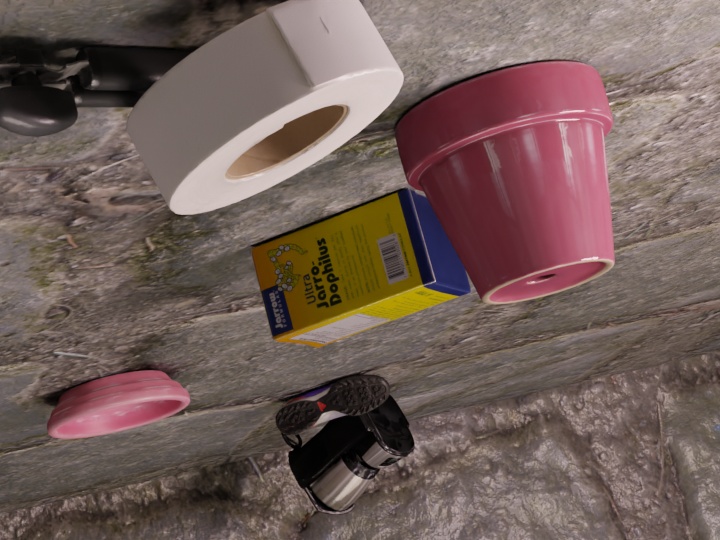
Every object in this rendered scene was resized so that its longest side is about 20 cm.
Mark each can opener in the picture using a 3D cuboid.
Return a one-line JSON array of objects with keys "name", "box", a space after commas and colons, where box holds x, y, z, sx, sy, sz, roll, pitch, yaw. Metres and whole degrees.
[{"name": "can opener", "box": [-0.192, -0.129, 1.278, 0.200, 0.067, 0.053, -9, 166, -42]}]

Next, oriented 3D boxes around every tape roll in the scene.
[{"name": "tape roll", "box": [-0.070, -0.122, 1.307, 0.202, 0.071, 0.202, -29, 171, -5]}]

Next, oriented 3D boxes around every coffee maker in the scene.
[{"name": "coffee maker", "box": [-0.028, 0.298, 3.086, 0.200, 0.192, 0.135, -47, 175, 28]}]

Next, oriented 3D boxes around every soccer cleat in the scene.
[{"name": "soccer cleat", "box": [-0.044, 0.213, 2.915, 0.200, 0.068, 0.073, -22, -170, 13]}]

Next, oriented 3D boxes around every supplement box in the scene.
[{"name": "supplement box", "box": [0.000, 0.000, 1.925, 0.200, 0.110, 0.109, -20, 166, 21]}]

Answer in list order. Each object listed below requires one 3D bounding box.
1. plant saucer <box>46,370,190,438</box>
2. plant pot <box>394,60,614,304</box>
[{"name": "plant saucer", "box": [-0.339, 0.184, 2.457, 0.200, 0.051, 0.201, -13, 167, -3]}, {"name": "plant pot", "box": [0.149, -0.072, 1.629, 0.200, 0.179, 0.200, -15, 167, -3]}]
